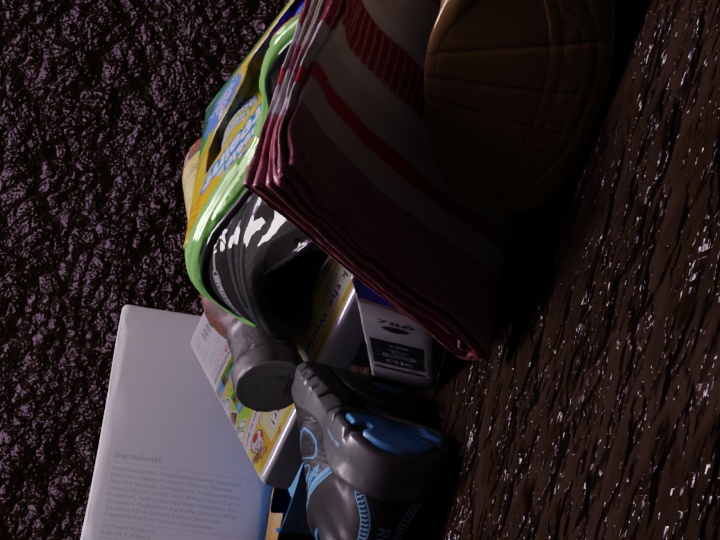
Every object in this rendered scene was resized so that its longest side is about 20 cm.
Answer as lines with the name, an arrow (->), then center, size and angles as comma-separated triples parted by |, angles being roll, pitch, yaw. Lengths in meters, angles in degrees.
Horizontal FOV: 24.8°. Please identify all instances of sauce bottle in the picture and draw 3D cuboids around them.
sauce bottle -> -0.065, -0.002, 0.959 | 0.200, 0.066, 0.066 | -107, 27, -45

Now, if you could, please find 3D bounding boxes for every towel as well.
towel -> 0.031, -0.082, 0.687 | 0.023, 0.144, 0.201 | -9, 54, 41

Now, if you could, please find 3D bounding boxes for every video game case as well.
video game case -> -0.035, 0.002, 0.993 | 0.201, 0.023, 0.182 | -64, 28, 14

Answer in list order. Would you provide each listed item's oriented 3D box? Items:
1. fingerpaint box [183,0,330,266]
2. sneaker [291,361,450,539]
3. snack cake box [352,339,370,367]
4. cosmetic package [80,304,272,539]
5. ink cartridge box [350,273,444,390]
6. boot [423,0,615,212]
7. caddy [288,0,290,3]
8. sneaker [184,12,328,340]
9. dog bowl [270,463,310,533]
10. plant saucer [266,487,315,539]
fingerpaint box -> -0.009, -0.105, 0.884 | 0.200, 0.073, 0.167 | -49, 21, 25
sneaker -> -0.006, 0.098, 0.818 | 0.200, 0.073, 0.082 | -109, 34, -82
snack cake box -> 0.000, 0.000, 1.099 | 0.200, 0.067, 0.116 | 140, 144, -82
cosmetic package -> -0.127, 0.160, 1.156 | 0.200, 0.122, 0.201 | 108, 168, -64
ink cartridge box -> 0.029, -0.011, 0.773 | 0.200, 0.039, 0.100 | 74, -150, -75
boot -> 0.075, -0.140, 0.673 | 0.156, 0.072, 0.201 | -64, -23, -62
caddy -> 0.008, -0.166, 1.305 | 0.141, 0.104, 0.201 | -58, -26, -58
sneaker -> -0.013, -0.050, 0.763 | 0.077, 0.084, 0.200 | -21, -34, -45
dog bowl -> -0.019, 0.115, 1.061 | 0.200, 0.049, 0.112 | 169, 116, -85
plant saucer -> -0.063, 0.240, 1.245 | 0.200, 0.035, 0.201 | -165, 90, -84
